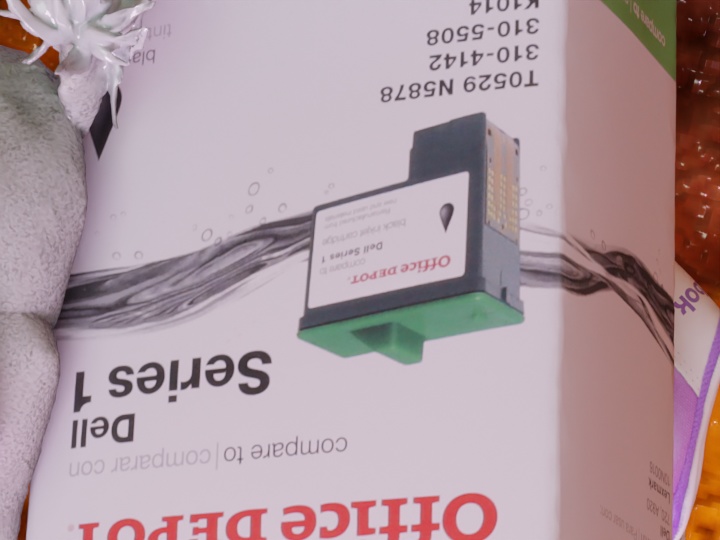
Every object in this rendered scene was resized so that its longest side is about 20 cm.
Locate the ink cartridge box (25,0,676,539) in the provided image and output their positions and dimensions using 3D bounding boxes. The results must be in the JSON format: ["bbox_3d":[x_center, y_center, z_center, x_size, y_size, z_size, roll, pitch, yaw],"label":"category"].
[{"bbox_3d":[0.000,0.000,0.751,0.145,0.084,0.201,-7,68,24],"label":"ink cartridge box"}]

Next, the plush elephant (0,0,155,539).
[{"bbox_3d":[-0.149,-0.014,0.712,0.154,0.165,0.201,11,122,-25],"label":"plush elephant"}]

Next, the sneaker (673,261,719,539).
[{"bbox_3d":[0.025,0.076,0.820,0.114,0.073,0.201,36,100,4],"label":"sneaker"}]
